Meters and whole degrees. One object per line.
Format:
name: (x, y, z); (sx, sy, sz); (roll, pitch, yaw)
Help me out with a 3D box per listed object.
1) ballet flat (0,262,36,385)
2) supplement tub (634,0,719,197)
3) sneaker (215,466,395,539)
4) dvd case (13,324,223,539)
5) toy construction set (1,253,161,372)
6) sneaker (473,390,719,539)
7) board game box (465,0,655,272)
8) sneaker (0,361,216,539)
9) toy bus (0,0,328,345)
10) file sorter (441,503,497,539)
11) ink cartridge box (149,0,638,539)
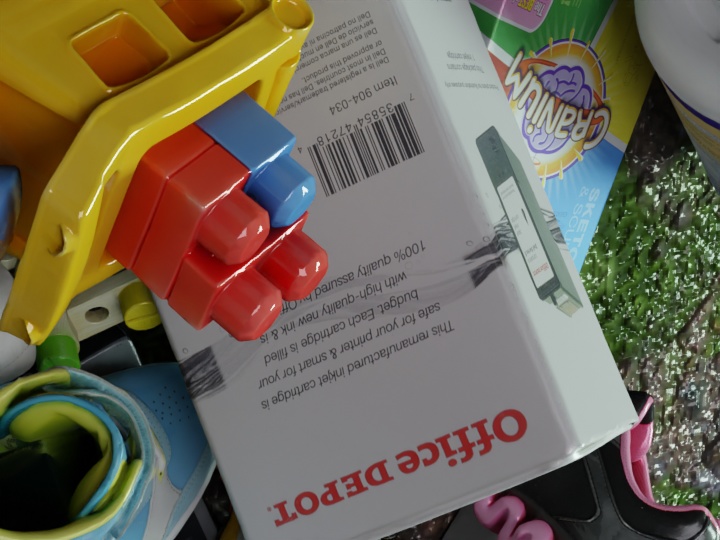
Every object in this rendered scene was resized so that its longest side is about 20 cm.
ballet flat: (-0.203, 0.068, 0.805); (0.200, 0.069, 0.069); (-35, 121, -1)
supplement tub: (0.212, -0.091, 0.981); (0.145, 0.145, 0.200); (-51, 150, -5)
sneaker: (-0.016, 0.099, 0.975); (0.078, 0.082, 0.200); (-5, 100, -44)
dvd case: (-0.132, 0.142, 0.972); (0.150, 0.025, 0.200); (-31, 120, -17)
toy construction set: (-0.178, 0.013, 0.871); (0.200, 0.092, 0.131); (-29, 144, -10)
sneaker: (0.084, 0.076, 0.976); (0.095, 0.200, 0.079); (-44, 154, 7)
board game box: (0.074, -0.085, 0.959); (0.153, 0.040, 0.200); (1, 112, -56)
sneaker: (-0.098, 0.072, 0.846); (0.080, 0.131, 0.200); (47, 43, 4)
toy bus: (-0.108, -0.043, 0.754); (0.200, 0.192, 0.136); (-36, 165, -39)
file sorter: (0.123, 0.200, 1.031); (0.125, 0.200, 0.139); (31, 91, -35)
ink cartridge box: (0.000, 0.000, 0.865); (0.084, 0.145, 0.200); (-10, 77, -66)
